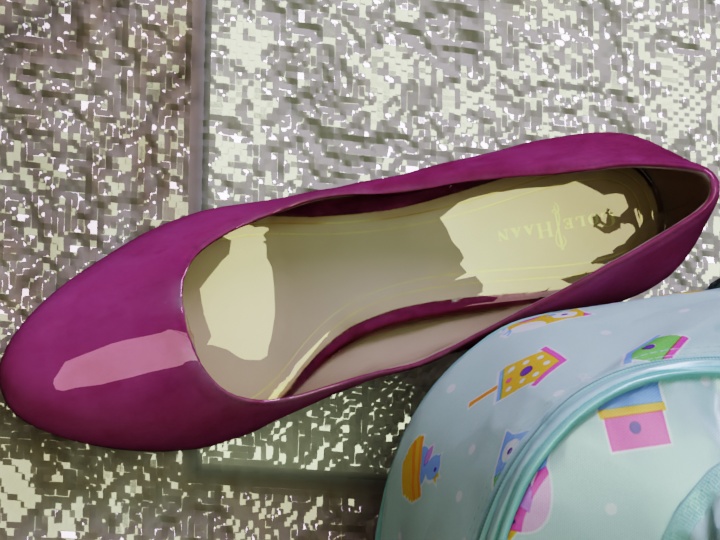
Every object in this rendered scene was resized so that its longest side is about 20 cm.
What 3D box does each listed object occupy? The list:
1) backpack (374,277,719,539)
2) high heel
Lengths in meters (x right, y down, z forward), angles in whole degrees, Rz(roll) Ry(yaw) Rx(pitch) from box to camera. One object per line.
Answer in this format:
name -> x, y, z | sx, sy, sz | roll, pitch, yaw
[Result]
backpack -> 0.109, 0.092, 0.800 | 0.200, 0.153, 0.176 | -2, 107, -13
high heel -> 0.000, 0.000, 0.812 | 0.200, 0.096, 0.067 | -19, 87, -23
